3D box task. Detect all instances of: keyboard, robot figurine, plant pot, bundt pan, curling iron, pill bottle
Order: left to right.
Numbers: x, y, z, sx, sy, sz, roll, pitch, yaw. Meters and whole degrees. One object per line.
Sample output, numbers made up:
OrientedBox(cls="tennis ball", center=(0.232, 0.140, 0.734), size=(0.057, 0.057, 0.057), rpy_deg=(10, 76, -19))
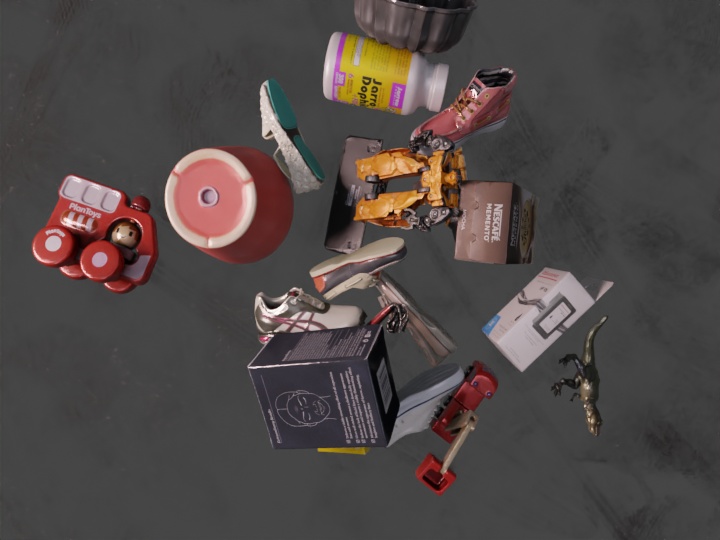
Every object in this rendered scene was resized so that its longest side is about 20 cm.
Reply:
OrientedBox(cls="plant pot", center=(-0.215, -0.110, 0.845), size=(0.194, 0.177, 0.207), rpy_deg=(0, 93, 3))
OrientedBox(cls="keyboard", center=(0.003, -0.126, 0.915), size=(0.102, 0.039, 0.206), rpy_deg=(15, 95, 25))
OrientedBox(cls="curling iron", center=(0.006, 0.119, 0.890), size=(0.199, 0.025, 0.051), rpy_deg=(-38, 58, 28))
OrientedBox(cls="pill bottle", center=(0.042, -0.317, 0.859), size=(0.194, 0.104, 0.107), rpy_deg=(11, 94, 2))
OrientedBox(cls="robot figurine", center=(0.072, -0.131, 0.801), size=(0.197, 0.057, 0.150), rpy_deg=(1, 89, 43))
OrientedBox(cls="bundt pan", center=(0.079, -0.401, 0.822), size=(0.196, 0.204, 0.077), rpy_deg=(13, 129, 1))

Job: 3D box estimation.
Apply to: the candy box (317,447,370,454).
OrientedBox(cls="candy box", center=(-0.045, 0.216, 0.911), size=(0.100, 0.026, 0.206), rpy_deg=(-6, 96, 26))

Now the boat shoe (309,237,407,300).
OrientedBox(cls="boat shoe", center=(0.000, 0.000, 0.866), size=(0.197, 0.071, 0.064), rpy_deg=(-19, 104, 36))

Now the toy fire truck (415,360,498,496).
OrientedBox(cls="toy fire truck", center=(0.164, 0.253, 0.871), size=(0.048, 0.141, 0.202), rpy_deg=(35, 94, -1))

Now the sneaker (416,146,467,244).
OrientedBox(cls="sneaker", center=(0.149, -0.124, 0.885), size=(0.075, 0.078, 0.206), rpy_deg=(-13, 83, 4))

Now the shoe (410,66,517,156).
OrientedBox(cls="shoe", center=(0.164, -0.256, 0.829), size=(0.197, 0.092, 0.072), rpy_deg=(-26, 57, -23))

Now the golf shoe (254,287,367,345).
OrientedBox(cls="golf shoe", center=(-0.088, 0.075, 0.883), size=(0.194, 0.078, 0.090), rpy_deg=(-7, 111, 9))

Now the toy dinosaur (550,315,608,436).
OrientedBox(cls="toy dinosaur", center=(0.382, 0.180, 0.908), size=(0.086, 0.047, 0.206), rpy_deg=(1, 93, -13))

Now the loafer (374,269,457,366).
OrientedBox(cls="loafer", center=(0.080, 0.084, 0.902), size=(0.200, 0.072, 0.063), rpy_deg=(44, 100, -4))

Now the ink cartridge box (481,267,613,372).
OrientedBox(cls="ink cartridge box", center=(0.303, 0.062, 0.867), size=(0.200, 0.116, 0.068), rpy_deg=(-44, 93, 3))

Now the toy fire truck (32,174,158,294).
OrientedBox(cls="toy fire truck", center=(-0.441, -0.064, 0.899), size=(0.195, 0.112, 0.172), rpy_deg=(17, 76, 0))

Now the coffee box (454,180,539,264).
OrientedBox(cls="coffee box", center=(0.217, -0.069, 0.815), size=(0.078, 0.198, 0.117), rpy_deg=(7, 95, 29))

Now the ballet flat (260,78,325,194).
OrientedBox(cls="ballet flat", center=(-0.131, -0.222, 0.892), size=(0.070, 0.072, 0.204), rpy_deg=(-27, 92, 3))

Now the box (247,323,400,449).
OrientedBox(cls="box", center=(-0.052, 0.182, 0.818), size=(0.194, 0.107, 0.152), rpy_deg=(-7, 109, 18))

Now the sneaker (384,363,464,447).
OrientedBox(cls="sneaker", center=(0.102, 0.236, 0.915), size=(0.198, 0.073, 0.072), rpy_deg=(-34, 101, 13))
